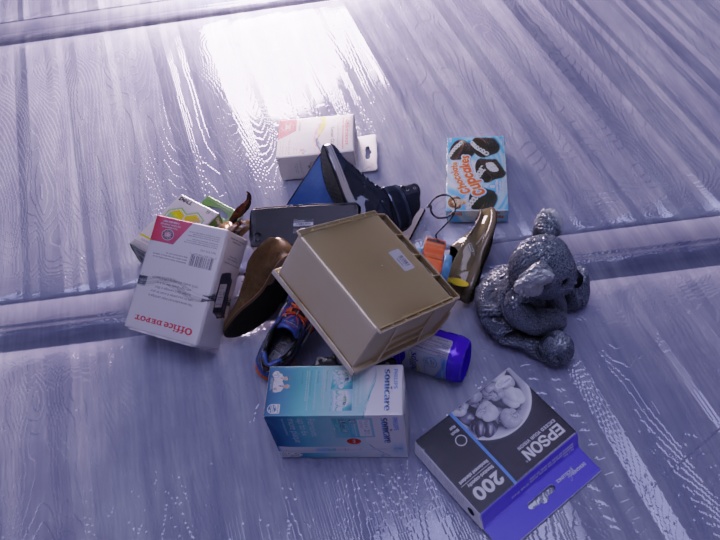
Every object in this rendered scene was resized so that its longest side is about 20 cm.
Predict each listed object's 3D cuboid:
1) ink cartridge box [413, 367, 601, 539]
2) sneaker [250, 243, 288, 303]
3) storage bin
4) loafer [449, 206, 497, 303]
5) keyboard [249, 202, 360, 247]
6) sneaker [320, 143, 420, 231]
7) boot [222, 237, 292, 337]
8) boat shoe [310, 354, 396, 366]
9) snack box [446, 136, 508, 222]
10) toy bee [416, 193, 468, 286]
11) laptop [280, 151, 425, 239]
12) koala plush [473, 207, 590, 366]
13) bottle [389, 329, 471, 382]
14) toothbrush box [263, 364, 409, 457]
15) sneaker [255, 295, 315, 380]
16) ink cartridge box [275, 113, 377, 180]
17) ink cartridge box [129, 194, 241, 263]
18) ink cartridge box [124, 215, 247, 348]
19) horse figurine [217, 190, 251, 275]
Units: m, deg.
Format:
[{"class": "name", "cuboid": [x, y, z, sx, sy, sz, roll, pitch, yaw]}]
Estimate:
[{"class": "ink cartridge box", "cuboid": [0.214, 0.271, 1.079, 0.198, 0.043, 0.200, -34, 57, -18]}, {"class": "sneaker", "cuboid": [-0.146, 0.009, 1.311, 0.085, 0.077, 0.200, -38, 56, -16]}, {"class": "storage bin", "cuboid": [0.013, 0.022, 1.096, 0.198, 0.094, 0.200, -18, 59, -44]}, {"class": "loafer", "cuboid": [0.192, -0.037, 1.299, 0.067, 0.076, 0.201, 16, 56, 12]}, {"class": "keyboard", "cuboid": [-0.096, -0.062, 1.281, 0.199, 0.040, 0.105, -2, 71, 11]}, {"class": "sneaker", "cuboid": [0.022, -0.152, 1.329, 0.146, 0.077, 0.203, -24, 86, -18]}, {"class": "boot", "cuboid": [-0.175, 0.030, 1.254, 0.200, 0.073, 0.076, -50, 60, 17]}, {"class": "boat shoe", "cuboid": [-0.040, 0.163, 1.169, 0.199, 0.076, 0.061, 2, 89, -2]}, {"class": "snack box", "cuboid": [0.225, -0.179, 1.429, 0.116, 0.037, 0.201, -1, 53, 8]}, {"class": "toy bee", "cuboid": [0.124, -0.010, 1.227, 0.131, 0.109, 0.200, 34, 89, 4]}, {"class": "laptop", "cuboid": [-0.008, -0.106, 1.354, 0.199, 0.116, 0.188, 17, 57, 19]}, {"class": "koala plush", "cuboid": [0.274, 0.017, 1.159, 0.183, 0.200, 0.178, 17, 57, 14]}, {"class": "bottle", "cuboid": [0.077, 0.118, 1.188, 0.199, 0.084, 0.065, 16, 57, 18]}, {"class": "toothbrush box", "cuboid": [-0.030, 0.211, 1.092, 0.199, 0.147, 0.086, -2, 53, 5]}, {"class": "sneaker", "cuboid": [-0.106, 0.088, 1.209, 0.075, 0.078, 0.201, 25, 76, 1]}, {"class": "ink cartridge box", "cuboid": [-0.067, -0.255, 1.507, 0.199, 0.068, 0.117, -4, 52, 4]}, {"class": "ink cartridge box", "cuboid": [-0.330, -0.080, 1.412, 0.104, 0.059, 0.200, 26, 60, 26]}, {"class": "ink cartridge box", "cuboid": [-0.297, 0.022, 1.264, 0.144, 0.084, 0.201, 12, 83, 18]}, {"class": "horse figurine", "cuboid": [-0.247, -0.049, 1.366, 0.132, 0.050, 0.201, -13, 47, 43]}]
